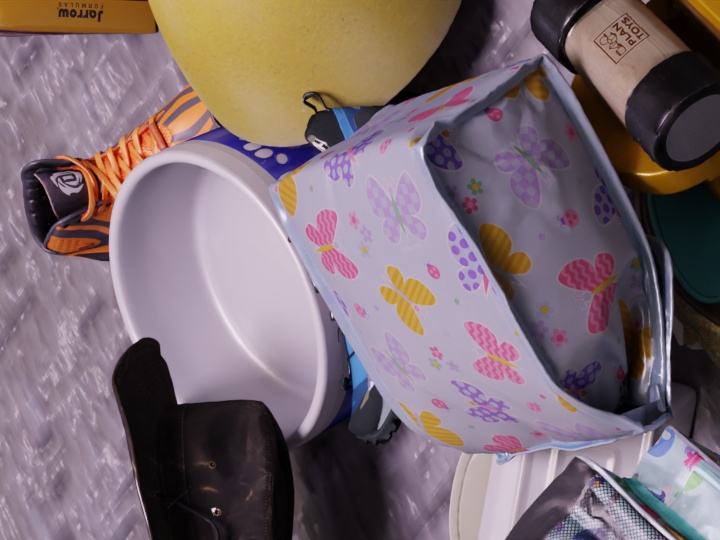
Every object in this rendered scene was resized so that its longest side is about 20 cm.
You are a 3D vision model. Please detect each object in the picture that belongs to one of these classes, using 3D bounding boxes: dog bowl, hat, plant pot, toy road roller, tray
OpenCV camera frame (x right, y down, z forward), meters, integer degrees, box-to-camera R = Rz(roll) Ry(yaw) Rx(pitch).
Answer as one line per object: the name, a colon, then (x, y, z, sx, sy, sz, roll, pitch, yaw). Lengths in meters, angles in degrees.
dog bowl: (-0.064, 0.009, 1.867, 0.200, 0.079, 0.201, 26, 128, 38)
hat: (-0.082, 0.132, 1.814, 0.080, 0.201, 0.202, -14, 78, 10)
plant pot: (-0.055, -0.195, 1.783, 0.199, 0.142, 0.201, -20, 52, 28)
toy road roller: (0.199, -0.124, 1.587, 0.200, 0.146, 0.123, -40, 54, 0)
tray: (0.119, 0.152, 1.694, 0.107, 0.022, 0.201, 11, 103, 8)

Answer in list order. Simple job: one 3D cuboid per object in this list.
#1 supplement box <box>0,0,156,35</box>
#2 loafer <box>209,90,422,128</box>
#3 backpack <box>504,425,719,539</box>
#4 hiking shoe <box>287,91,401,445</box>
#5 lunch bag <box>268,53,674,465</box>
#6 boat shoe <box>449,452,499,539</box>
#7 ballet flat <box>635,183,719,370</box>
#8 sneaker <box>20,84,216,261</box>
supplement box: (-0.249, -0.264, 2.083, 0.197, 0.132, 0.201, 4, 95, 49)
loafer: (-0.016, -0.081, 1.864, 0.200, 0.063, 0.072, 15, 102, 49)
backpack: (0.186, 0.189, 1.542, 0.151, 0.177, 0.200, -44, 54, 5)
hiking shoe: (0.000, 0.000, 1.757, 0.086, 0.074, 0.201, 5, 89, 5)
lunch bag: (0.071, 0.003, 1.599, 0.169, 0.127, 0.201, -15, 105, 60)
boat shoe: (0.101, 0.078, 1.732, 0.074, 0.066, 0.200, 12, 107, 4)
ballet flat: (0.202, 0.032, 1.610, 0.200, 0.070, 0.071, 53, 128, 35)
sneaker: (-0.152, -0.063, 1.989, 0.200, 0.112, 0.078, -48, 57, 39)
